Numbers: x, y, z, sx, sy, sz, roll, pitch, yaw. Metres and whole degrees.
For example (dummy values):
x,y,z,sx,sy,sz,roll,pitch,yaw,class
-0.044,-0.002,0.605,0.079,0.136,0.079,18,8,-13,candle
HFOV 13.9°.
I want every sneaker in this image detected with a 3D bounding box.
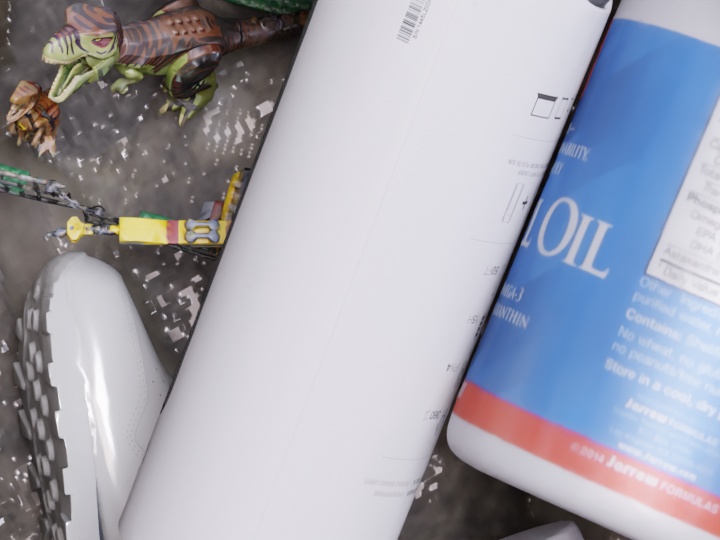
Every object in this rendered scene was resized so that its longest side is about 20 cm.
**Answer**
x,y,z,sx,sy,sz,roll,pitch,yaw,class
-0.057,0.089,0.936,0.080,0.076,0.201,-14,94,-10,sneaker

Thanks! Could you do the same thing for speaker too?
x,y,z,sx,sy,sz,roll,pitch,yaw,class
0.000,0.000,0.845,0.081,0.081,0.201,21,102,1,speaker

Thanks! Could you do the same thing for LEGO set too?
x,y,z,sx,sy,sz,roll,pitch,yaw,class
-0.074,-0.082,0.893,0.199,0.116,0.155,23,75,5,LEGO set

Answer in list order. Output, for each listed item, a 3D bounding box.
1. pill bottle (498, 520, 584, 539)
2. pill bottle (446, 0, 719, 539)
x,y,z,sx,sy,sz,roll,pitch,yaw,class
0.064,0.185,0.902,0.119,0.120,0.201,-22,89,1,pill bottle
0.109,-0.021,0.825,0.112,0.112,0.201,23,89,1,pill bottle
